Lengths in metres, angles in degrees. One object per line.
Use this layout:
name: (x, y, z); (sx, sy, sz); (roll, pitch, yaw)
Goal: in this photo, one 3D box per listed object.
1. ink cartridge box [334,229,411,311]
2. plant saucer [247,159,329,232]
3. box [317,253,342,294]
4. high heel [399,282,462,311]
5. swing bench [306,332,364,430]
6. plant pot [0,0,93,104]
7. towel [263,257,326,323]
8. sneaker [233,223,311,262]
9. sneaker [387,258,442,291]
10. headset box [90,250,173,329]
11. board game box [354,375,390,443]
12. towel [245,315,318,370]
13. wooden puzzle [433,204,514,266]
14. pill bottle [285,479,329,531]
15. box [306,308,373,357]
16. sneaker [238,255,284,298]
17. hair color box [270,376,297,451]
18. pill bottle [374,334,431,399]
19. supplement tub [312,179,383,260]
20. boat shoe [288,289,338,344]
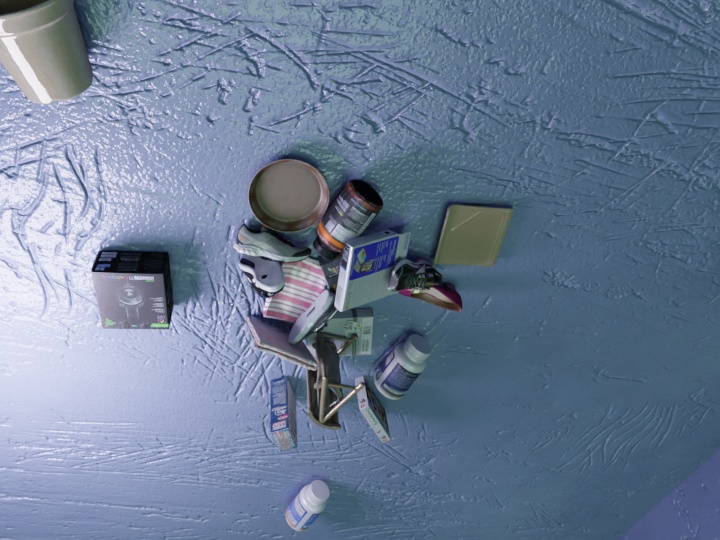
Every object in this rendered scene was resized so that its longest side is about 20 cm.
ink cartridge box: (0.032, -0.005, 1.439); (0.198, 0.043, 0.201); (-15, 130, -34)
plant saucer: (-0.175, -0.185, 1.361); (0.197, 0.032, 0.203); (-5, 127, -7)
box: (0.000, 0.000, 1.504); (0.197, 0.049, 0.160); (-21, 129, -5)
high heel: (0.192, 0.074, 1.580); (0.197, 0.097, 0.068); (10, 125, -17)
swing bench: (-0.090, 0.308, 1.593); (0.128, 0.200, 0.202); (15, 124, -19)
plant pot: (-0.594, -0.422, 1.024); (0.197, 0.203, 0.185); (-8, 140, -4)
towel: (-0.170, 0.055, 1.521); (0.144, 0.030, 0.202); (16, 110, -22)
sneaker: (-0.219, -0.068, 1.413); (0.197, 0.074, 0.081); (11, 100, -15)
sneaker: (0.153, 0.017, 1.478); (0.199, 0.086, 0.081); (-19, 131, -49)
headset box: (-0.580, 0.058, 1.434); (0.171, 0.093, 0.202); (2, 127, -11)
board game box: (0.041, 0.455, 1.823); (0.034, 0.127, 0.201); (-22, 128, 8)
towel: (-0.222, 0.203, 1.544); (0.189, 0.200, 0.033); (26, 95, -25)
wooden puzzle: (0.304, -0.096, 1.515); (0.197, 0.037, 0.187); (0, 127, -15)
pill bottle: (-0.196, 0.889, 2.118); (0.111, 0.113, 0.201); (21, 120, -23)
box: (-0.063, 0.189, 1.658); (0.196, 0.041, 0.158); (-4, 127, -8)
sneaker: (-0.232, 0.033, 1.423); (0.073, 0.199, 0.113); (-37, 129, -18)
hair color box: (-0.237, 0.438, 1.713); (0.060, 0.201, 0.101); (-15, 128, 2)
pill bottle: (0.135, 0.297, 1.729); (0.110, 0.112, 0.201); (19, 122, -23)
supplement tub: (-0.038, -0.121, 1.387); (0.106, 0.108, 0.201); (26, 119, -26)
boat shoe: (-0.120, 0.137, 1.510); (0.067, 0.072, 0.200); (30, 114, -25)
